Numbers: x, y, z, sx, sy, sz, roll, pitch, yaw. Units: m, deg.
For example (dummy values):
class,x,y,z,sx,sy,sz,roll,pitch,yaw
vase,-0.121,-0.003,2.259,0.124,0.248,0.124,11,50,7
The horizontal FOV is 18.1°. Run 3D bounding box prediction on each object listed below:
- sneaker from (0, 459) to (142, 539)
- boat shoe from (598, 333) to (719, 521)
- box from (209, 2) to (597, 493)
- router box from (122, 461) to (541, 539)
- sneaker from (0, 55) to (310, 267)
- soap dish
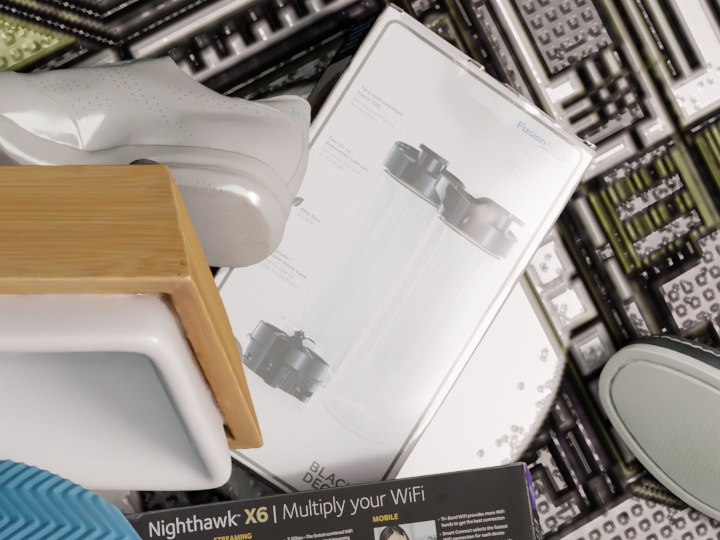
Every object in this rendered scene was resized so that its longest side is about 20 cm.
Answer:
class,x,y,z,sx,sy,sz,roll,pitch,yaw
sneaker,-0.176,0.125,0.875,0.199,0.081,0.077,2,44,0
boat shoe,0.201,0.087,1.025,0.200,0.076,0.060,36,43,-1
box,0.000,0.000,0.979,0.116,0.060,0.201,33,83,-10
router box,-0.020,0.169,0.895,0.199,0.052,0.158,-7,74,6
sneaker,-0.117,-0.060,0.947,0.199,0.075,0.089,13,52,9
soap dish,-0.145,0.022,0.868,0.199,0.158,0.082,0,63,8
